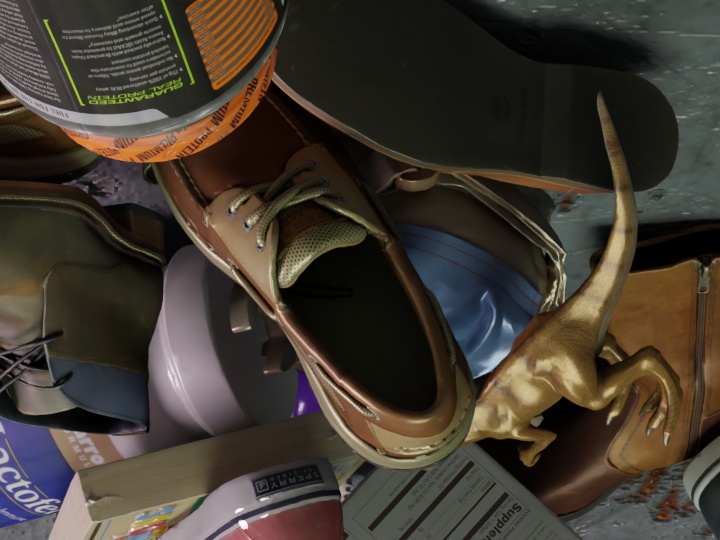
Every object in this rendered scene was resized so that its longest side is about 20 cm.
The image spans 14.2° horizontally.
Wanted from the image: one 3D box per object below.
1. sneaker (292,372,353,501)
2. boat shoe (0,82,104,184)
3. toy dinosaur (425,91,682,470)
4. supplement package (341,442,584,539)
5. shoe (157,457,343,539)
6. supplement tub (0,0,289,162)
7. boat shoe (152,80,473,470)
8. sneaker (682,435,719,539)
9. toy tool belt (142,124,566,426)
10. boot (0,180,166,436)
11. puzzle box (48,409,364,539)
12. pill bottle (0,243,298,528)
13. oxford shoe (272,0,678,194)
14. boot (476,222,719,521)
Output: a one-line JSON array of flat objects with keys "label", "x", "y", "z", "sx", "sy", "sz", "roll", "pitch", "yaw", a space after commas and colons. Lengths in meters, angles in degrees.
[{"label": "sneaker", "x": -0.061, "y": 0.099, "z": 1.515, "sx": 0.099, "sy": 0.070, "sz": 0.200, "roll": 5, "pitch": 150, "yaw": -10}, {"label": "boat shoe", "x": -0.198, "y": -0.077, "z": 1.186, "sx": 0.199, "sy": 0.076, "sz": 0.074, "roll": -6, "pitch": 147, "yaw": -13}, {"label": "toy dinosaur", "x": 0.090, "y": 0.032, "z": 1.233, "sx": 0.106, "sy": 0.060, "sz": 0.200, "roll": 21, "pitch": 118, "yaw": -33}, {"label": "supplement package", "x": 0.010, "y": 0.186, "z": 1.495, "sx": 0.111, "sy": 0.156, "sz": 0.200, "roll": 42, "pitch": 157, "yaw": 5}, {"label": "shoe", "x": -0.041, "y": 0.149, "z": 1.298, "sx": 0.071, "sy": 0.091, "sz": 0.200, "roll": -13, "pitch": 168, "yaw": -15}, {"label": "supplement tub", "x": -0.093, "y": -0.129, "z": 1.041, "sx": 0.122, "sy": 0.123, "sz": 0.200, "roll": -6, "pitch": 151, "yaw": 5}, {"label": "boat shoe", "x": -0.018, "y": -0.012, "z": 1.184, "sx": 0.076, "sy": 0.200, "sz": 0.074, "roll": -36, "pitch": 171, "yaw": -9}, {"label": "sneaker", "x": 0.254, "y": 0.077, "z": 1.448, "sx": 0.078, "sy": 0.080, "sz": 0.200, "roll": 13, "pitch": 127, "yaw": -45}, {"label": "toy tool belt", "x": 0.000, "y": 0.000, "z": 1.285, "sx": 0.200, "sy": 0.123, "sz": 0.125, "roll": 18, "pitch": 145, "yaw": -33}, {"label": "boot", "x": -0.138, "y": 0.017, "z": 1.211, "sx": 0.075, "sy": 0.097, "sz": 0.200, "roll": -9, "pitch": 171, "yaw": 27}, {"label": "puzzle box", "x": -0.075, "y": 0.107, "z": 1.350, "sx": 0.133, "sy": 0.025, "sz": 0.200, "roll": -13, "pitch": 168, "yaw": -13}, {"label": "pill bottle", "x": -0.137, "y": 0.054, "z": 1.378, "sx": 0.200, "sy": 0.116, "sz": 0.116, "roll": -17, "pitch": 149, "yaw": 22}, {"label": "oxford shoe", "x": 0.034, "y": -0.070, "z": 1.226, "sx": 0.200, "sy": 0.072, "sz": 0.071, "roll": 19, "pitch": 167, "yaw": -27}, {"label": "boot", "x": 0.129, "y": 0.054, "z": 1.457, "sx": 0.188, "sy": 0.069, "sz": 0.200, "roll": -5, "pitch": 150, "yaw": 4}]
